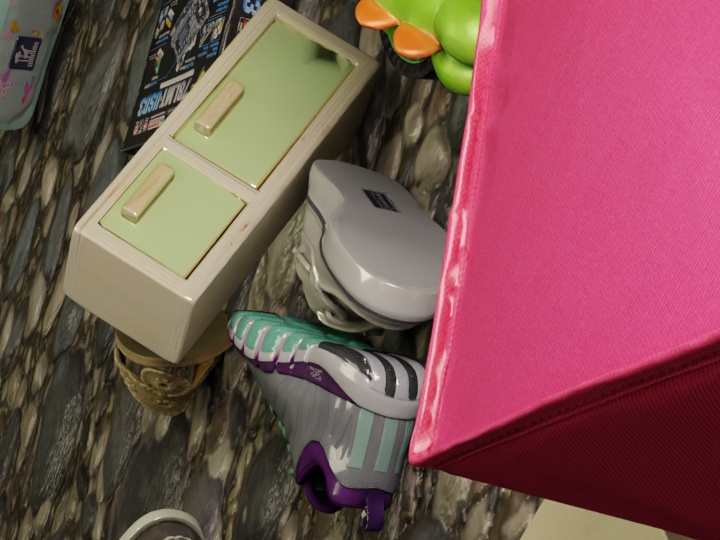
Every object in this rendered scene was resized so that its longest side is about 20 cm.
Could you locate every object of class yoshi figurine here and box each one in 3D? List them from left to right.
[{"bbox_3d":[0.043,-0.164,1.058,0.112,0.112,0.201,-34,55,13],"label":"yoshi figurine"}]

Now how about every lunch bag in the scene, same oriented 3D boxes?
[{"bbox_3d":[-0.371,-0.238,2.259,0.200,0.121,0.171,-126,56,-73],"label":"lunch bag"}]

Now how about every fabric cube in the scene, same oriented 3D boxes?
[{"bbox_3d":[0.152,-0.034,0.540,0.196,0.198,0.201,-27,49,62],"label":"fabric cube"}]

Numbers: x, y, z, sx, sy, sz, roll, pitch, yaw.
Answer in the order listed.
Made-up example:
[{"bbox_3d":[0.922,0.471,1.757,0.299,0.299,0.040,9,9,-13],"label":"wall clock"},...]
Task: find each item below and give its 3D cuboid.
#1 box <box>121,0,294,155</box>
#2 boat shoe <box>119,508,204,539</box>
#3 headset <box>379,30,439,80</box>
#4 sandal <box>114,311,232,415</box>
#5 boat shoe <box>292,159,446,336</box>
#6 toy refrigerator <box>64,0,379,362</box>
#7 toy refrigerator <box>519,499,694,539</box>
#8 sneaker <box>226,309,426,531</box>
[{"bbox_3d":[-0.098,-0.180,1.566,0.200,0.049,0.200,171,113,-68],"label":"box"},{"bbox_3d":[-0.124,0.237,1.283,0.061,0.071,0.203,-126,48,-61],"label":"boat shoe"},{"bbox_3d":[0.029,-0.200,1.166,0.123,0.093,0.202,153,119,-64],"label":"headset"},{"bbox_3d":[-0.121,0.057,1.440,0.212,0.077,0.070,-121,30,-72],"label":"sandal"},{"bbox_3d":[0.000,0.000,1.124,0.200,0.071,0.066,-125,50,-67],"label":"boat shoe"},{"bbox_3d":[-0.073,-0.054,1.218,0.200,0.076,0.070,-53,-9,-34],"label":"toy refrigerator"},{"bbox_3d":[0.080,0.150,0.789,0.201,0.070,0.076,-63,29,29],"label":"toy refrigerator"},{"bbox_3d":[-0.028,0.073,1.143,0.200,0.074,0.088,-161,82,-70],"label":"sneaker"}]
